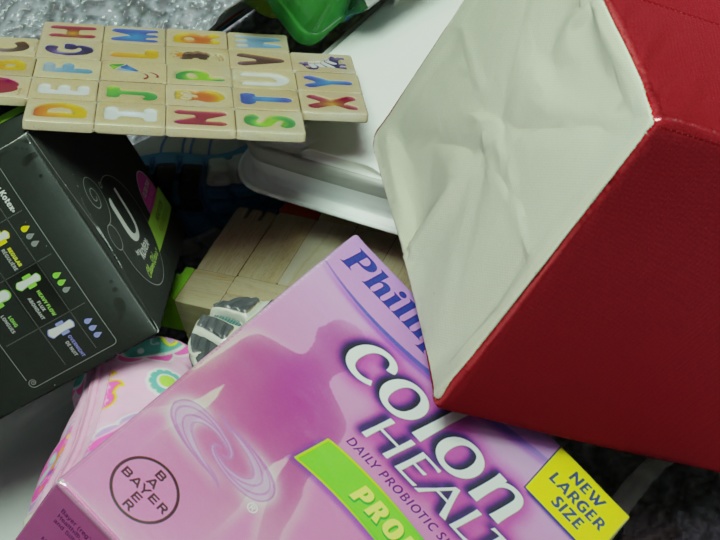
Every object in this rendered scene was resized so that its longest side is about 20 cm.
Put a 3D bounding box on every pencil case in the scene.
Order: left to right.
[{"bbox_3d":[-0.117,0.112,0.894,0.087,0.088,0.200,-3,30,9],"label":"pencil case"}]

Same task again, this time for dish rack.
[{"bbox_3d":[0.042,-0.101,1.014,0.171,0.044,0.200,18,49,34],"label":"dish rack"}]

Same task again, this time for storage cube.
[{"bbox_3d":[0.131,-0.036,0.819,0.179,0.200,0.172,15,42,-26],"label":"storage cube"}]

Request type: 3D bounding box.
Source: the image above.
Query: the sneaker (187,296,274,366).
[{"bbox_3d":[-0.005,0.090,0.937,0.199,0.080,0.078,36,53,6],"label":"sneaker"}]

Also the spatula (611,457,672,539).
[{"bbox_3d":[0.136,0.116,0.956,0.056,0.021,0.200,30,69,27],"label":"spatula"}]

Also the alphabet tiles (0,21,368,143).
[{"bbox_3d":[-0.099,-0.098,0.951,0.198,0.006,0.167,2,24,-6],"label":"alphabet tiles"}]

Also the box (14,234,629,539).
[{"bbox_3d":[-0.017,0.116,0.791,0.176,0.097,0.200,46,48,5],"label":"box"}]

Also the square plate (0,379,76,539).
[{"bbox_3d":[-0.169,0.151,0.989,0.199,0.029,0.199,-29,58,-8],"label":"square plate"}]

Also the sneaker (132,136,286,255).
[{"bbox_3d":[-0.077,-0.071,1.092,0.199,0.075,0.087,-13,50,-8],"label":"sneaker"}]

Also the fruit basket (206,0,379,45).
[{"bbox_3d":[-0.012,-0.189,1.094,0.185,0.200,0.094,-39,91,-15],"label":"fruit basket"}]

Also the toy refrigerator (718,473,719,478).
[{"bbox_3d":[0.230,0.156,0.881,0.069,0.076,0.201,-15,56,1],"label":"toy refrigerator"}]

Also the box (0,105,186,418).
[{"bbox_3d":[-0.209,0.000,0.974,0.199,0.125,0.149,-29,20,11],"label":"box"}]

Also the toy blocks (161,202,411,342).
[{"bbox_3d":[0.000,0.000,1.020,0.199,0.100,0.137,11,49,25],"label":"toy blocks"}]
